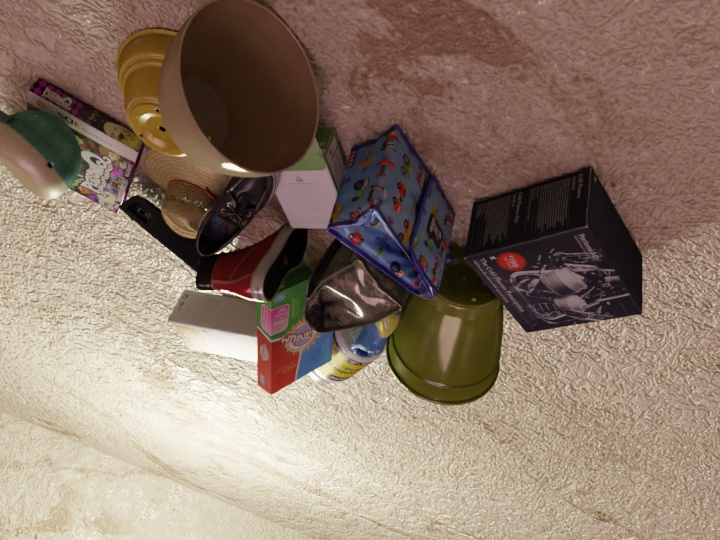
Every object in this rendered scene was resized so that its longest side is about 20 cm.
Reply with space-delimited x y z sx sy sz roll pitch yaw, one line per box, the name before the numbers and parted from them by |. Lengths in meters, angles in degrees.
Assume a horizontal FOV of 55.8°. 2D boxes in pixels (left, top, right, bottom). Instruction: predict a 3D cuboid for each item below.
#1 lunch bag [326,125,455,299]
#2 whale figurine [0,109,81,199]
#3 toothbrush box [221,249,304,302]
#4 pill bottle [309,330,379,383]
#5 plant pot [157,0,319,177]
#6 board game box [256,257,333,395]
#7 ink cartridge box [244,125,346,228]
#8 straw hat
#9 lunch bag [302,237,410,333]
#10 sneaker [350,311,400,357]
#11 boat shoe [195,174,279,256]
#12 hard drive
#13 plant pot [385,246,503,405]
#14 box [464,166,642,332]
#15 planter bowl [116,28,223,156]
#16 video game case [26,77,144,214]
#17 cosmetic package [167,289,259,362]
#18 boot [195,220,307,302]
lunch bag | 0.062 -0.066 0.941 0.093 0.153 0.200 -18 133 38
whale figurine | -0.499 -0.190 1.034 0.198 0.104 0.160 24 155 43
toothbrush box | -0.170 0.064 1.291 0.142 0.087 0.202 11 144 14
pill bottle | -0.036 0.153 1.335 0.110 0.113 0.200 26 146 -14
plant pot | -0.166 -0.203 0.823 0.133 0.203 0.200 -9 139 44
board game box | -0.111 0.096 1.182 0.040 0.151 0.204 27 127 35
ink cartridge box | -0.078 -0.147 0.976 0.101 0.060 0.202 3 143 21
straw hat | -0.267 -0.099 1.081 0.196 0.087 0.202 13 154 6
lunch bag | 0.000 0.000 1.040 0.118 0.165 0.199 46 138 -13
sneaker | -0.004 0.082 1.154 0.074 0.107 0.200 17 -173 -23
boat shoe | -0.184 -0.086 0.978 0.069 0.067 0.199 34 133 -24
hard drive | -0.314 -0.052 1.161 0.199 0.043 0.135 41 175 -9
plant pot | 0.149 0.074 1.091 0.196 0.203 0.196 13 134 6
box | 0.275 -0.019 0.956 0.180 0.106 0.200 -16 135 37
planter bowl | -0.259 -0.219 0.935 0.196 0.085 0.202 12 145 8
video game case | -0.453 -0.193 1.103 0.179 0.036 0.200 30 144 -14
cosmetic package | -0.240 0.105 1.244 0.196 0.072 0.102 7 145 23
boot | -0.173 -0.028 1.074 0.141 0.201 0.074 6 123 20
